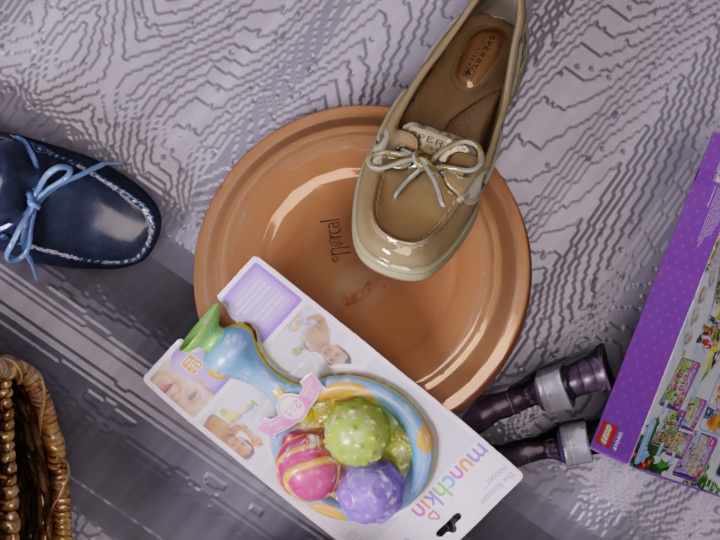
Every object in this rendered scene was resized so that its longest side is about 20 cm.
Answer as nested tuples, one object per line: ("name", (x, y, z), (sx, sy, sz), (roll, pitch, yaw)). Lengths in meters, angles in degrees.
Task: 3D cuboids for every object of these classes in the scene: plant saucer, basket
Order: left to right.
("basket", (-0.219, 0.148, 1.640), (0.142, 0.149, 0.201), (-4, 95, -32))
("plant saucer", (0.000, 0.000, 1.694), (0.199, 0.032, 0.201), (-1, 78, 6))

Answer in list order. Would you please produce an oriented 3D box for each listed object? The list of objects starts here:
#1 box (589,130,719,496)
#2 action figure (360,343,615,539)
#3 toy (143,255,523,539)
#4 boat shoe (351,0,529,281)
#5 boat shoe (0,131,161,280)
("box", (0.226, 0.033, 1.710), (0.137, 0.039, 0.201), (20, 92, -39))
("action figure", (0.058, 0.105, 1.723), (0.199, 0.069, 0.131), (-15, 102, 0))
("toy", (-0.021, 0.097, 1.649), (0.200, 0.047, 0.115), (41, 119, -4))
("boat shoe", (0.047, -0.084, 1.660), (0.073, 0.063, 0.201), (18, 56, 3))
("boat shoe", (-0.214, -0.043, 1.685), (0.199, 0.069, 0.085), (14, 93, -6))
